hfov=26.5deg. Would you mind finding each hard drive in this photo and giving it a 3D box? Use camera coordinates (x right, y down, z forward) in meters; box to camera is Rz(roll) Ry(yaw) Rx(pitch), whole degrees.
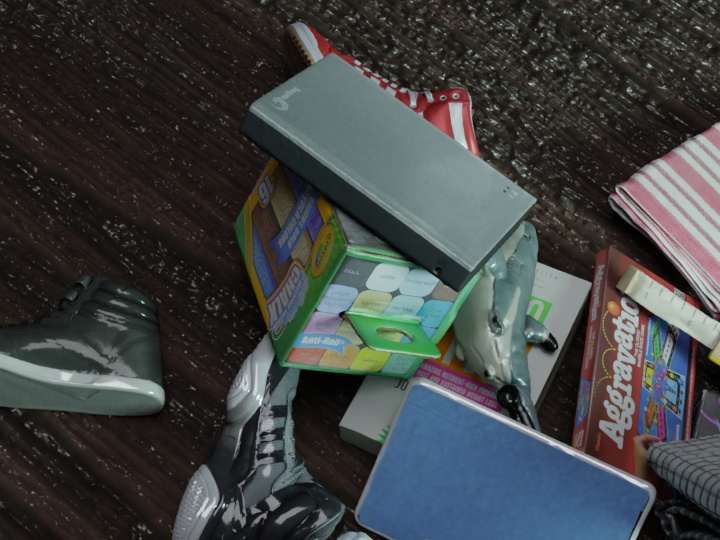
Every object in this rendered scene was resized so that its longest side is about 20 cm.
[{"bbox_3d":[0.022,-0.077,1.138,0.200,0.033,0.140,36,34,7],"label":"hard drive"}]

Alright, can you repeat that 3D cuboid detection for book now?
[{"bbox_3d":[0.086,0.075,1.226,0.133,0.048,0.200,22,62,13],"label":"book"}]

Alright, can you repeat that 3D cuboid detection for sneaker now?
[{"bbox_3d":[-0.247,0.051,1.191,0.199,0.071,0.099,8,59,-8],"label":"sneaker"},{"bbox_3d":[0.023,-0.148,1.321,0.112,0.071,0.200,-30,76,-16],"label":"sneaker"},{"bbox_3d":[-0.057,0.143,1.156,0.114,0.076,0.200,22,67,5],"label":"sneaker"}]

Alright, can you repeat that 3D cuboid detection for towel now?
[{"bbox_3d":[0.322,0.167,1.083,0.199,0.166,0.086,-7,96,-13],"label":"towel"},{"bbox_3d":[0.328,-0.056,1.323,0.200,0.030,0.146,-30,70,-28],"label":"towel"}]

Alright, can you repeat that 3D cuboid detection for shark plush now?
[{"bbox_3d":[0.122,0.043,1.182,0.083,0.091,0.200,7,47,-29],"label":"shark plush"}]

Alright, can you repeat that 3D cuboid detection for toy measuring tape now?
[{"bbox_3d":[0.296,0.054,1.234,0.200,0.074,0.074,32,63,4],"label":"toy measuring tape"}]

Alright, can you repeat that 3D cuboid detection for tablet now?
[{"bbox_3d":[0.105,0.175,1.143,0.200,0.014,0.130,25,106,8],"label":"tablet"}]

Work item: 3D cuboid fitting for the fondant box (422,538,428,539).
[{"bbox_3d":[0.025,0.303,1.023,0.144,0.058,0.200,-28,83,10],"label":"fondant box"}]

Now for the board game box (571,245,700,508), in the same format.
[{"bbox_3d":[0.220,0.084,1.205,0.103,0.019,0.200,29,50,-20],"label":"board game box"}]

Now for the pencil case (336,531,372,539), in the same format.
[{"bbox_3d":[0.057,0.266,1.087,0.200,0.091,0.083,27,37,11],"label":"pencil case"}]

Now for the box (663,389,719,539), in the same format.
[{"bbox_3d":[0.345,0.189,1.192,0.199,0.036,0.143,19,61,3],"label":"box"}]

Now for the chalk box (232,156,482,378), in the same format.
[{"bbox_3d":[0.000,0.000,1.163,0.124,0.124,0.200,10,40,-30],"label":"chalk box"}]
